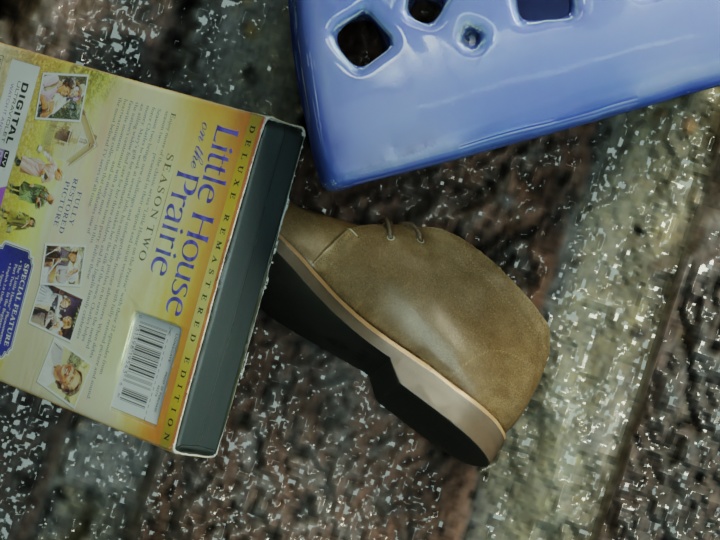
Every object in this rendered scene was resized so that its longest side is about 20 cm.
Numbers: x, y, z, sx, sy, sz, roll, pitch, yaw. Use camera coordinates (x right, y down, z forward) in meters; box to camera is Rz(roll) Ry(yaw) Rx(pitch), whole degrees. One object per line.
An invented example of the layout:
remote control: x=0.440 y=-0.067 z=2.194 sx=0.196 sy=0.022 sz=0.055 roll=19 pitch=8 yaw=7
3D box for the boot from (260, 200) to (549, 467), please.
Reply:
boot: x=0.000 y=0.000 z=1.226 sx=0.200 sy=0.074 sz=0.076 roll=39 pitch=75 yaw=-9

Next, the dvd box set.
dvd box set: x=-0.119 y=-0.015 z=1.169 sx=0.200 sy=0.029 sz=0.147 roll=17 pitch=93 yaw=42

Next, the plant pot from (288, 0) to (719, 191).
plant pot: x=0.055 y=-0.144 z=1.149 sx=0.199 sy=0.200 sz=0.180 roll=-17 pitch=93 yaw=0
